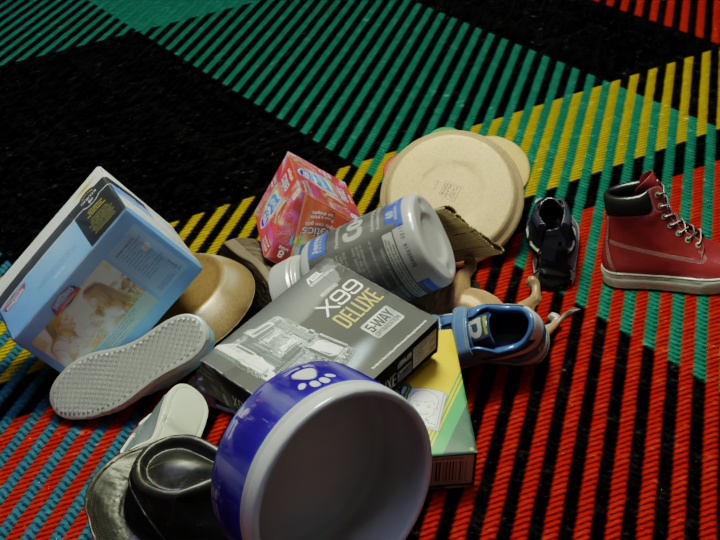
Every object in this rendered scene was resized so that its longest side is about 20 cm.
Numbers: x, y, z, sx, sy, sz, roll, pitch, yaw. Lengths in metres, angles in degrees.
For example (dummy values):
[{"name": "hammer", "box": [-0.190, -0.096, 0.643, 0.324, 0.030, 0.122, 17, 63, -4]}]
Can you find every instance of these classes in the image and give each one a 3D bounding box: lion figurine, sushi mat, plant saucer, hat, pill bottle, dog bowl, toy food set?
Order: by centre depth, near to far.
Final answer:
[{"name": "dog bowl", "box": [-0.034, 0.188, 1.268, 0.199, 0.202, 0.079, -23, 30, -30]}, {"name": "hat", "box": [-0.160, 0.206, 1.325, 0.198, 0.082, 0.202, 11, 34, -7]}, {"name": "pill bottle", "box": [0.000, 0.000, 1.616, 0.198, 0.114, 0.114, -24, 22, 20]}, {"name": "lion figurine", "box": [0.146, 0.051, 1.634, 0.198, 0.073, 0.123, 14, 40, 25]}, {"name": "plant saucer", "box": [-0.226, 0.038, 1.692, 0.198, 0.036, 0.201, -16, 35, 11]}, {"name": "sushi mat", "box": [0.088, -0.038, 1.714, 0.012, 0.095, 0.199, -59, 21, -21]}, {"name": "toy food set", "box": [0.119, -0.097, 1.841, 0.195, 0.049, 0.202, 9, 72, 11]}]

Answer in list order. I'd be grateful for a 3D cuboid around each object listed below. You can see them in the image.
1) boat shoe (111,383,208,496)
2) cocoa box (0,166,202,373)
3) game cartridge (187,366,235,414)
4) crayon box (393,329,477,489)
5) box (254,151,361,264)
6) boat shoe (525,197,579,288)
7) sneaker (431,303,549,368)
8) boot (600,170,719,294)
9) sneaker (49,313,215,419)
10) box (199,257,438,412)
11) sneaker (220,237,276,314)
[{"name": "boat shoe", "box": [-0.217, 0.201, 1.443, 0.062, 0.073, 0.201, -39, 17, 35]}, {"name": "cocoa box", "box": [-0.307, 0.012, 1.616, 0.200, 0.133, 0.131, -48, 36, 2]}, {"name": "game cartridge", "box": [-0.078, 0.125, 1.568, 0.198, 0.041, 0.133, 14, 37, 31]}, {"name": "crayon box", "box": [0.009, 0.146, 1.440, 0.197, 0.059, 0.174, -4, 43, -5]}, {"name": "box", "box": [-0.070, -0.068, 1.794, 0.095, 0.100, 0.200, 27, 13, -16]}, {"name": "boat shoe", "box": [0.250, -0.063, 1.804, 0.074, 0.094, 0.201, -3, 28, 4]}, {"name": "sneaker", "box": [0.112, 0.075, 1.553, 0.197, 0.082, 0.075, -11, 71, 3]}, {"name": "boot", "box": [0.395, -0.051, 1.705, 0.197, 0.146, 0.073, 2, 27, 9]}, {"name": "sneaker", "box": [-0.251, 0.119, 1.579, 0.198, 0.082, 0.075, -23, 71, 4]}, {"name": "box", "box": [-0.040, 0.087, 1.424, 0.157, 0.050, 0.200, 30, 51, 30]}, {"name": "sneaker", "box": [-0.112, 0.004, 1.761, 0.075, 0.071, 0.200, -11, 30, -23]}]
